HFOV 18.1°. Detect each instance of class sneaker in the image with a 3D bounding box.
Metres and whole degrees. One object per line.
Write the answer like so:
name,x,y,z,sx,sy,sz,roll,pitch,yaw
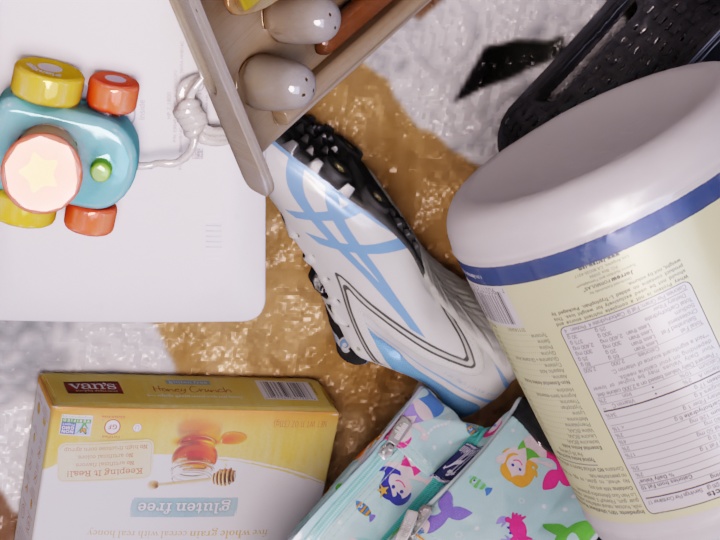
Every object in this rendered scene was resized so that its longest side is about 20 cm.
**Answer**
sneaker,0.000,0.000,1.048,0.072,0.072,0.200,-37,119,10

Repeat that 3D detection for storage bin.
storage bin,0.181,-0.038,1.081,0.200,0.094,0.135,39,97,-30

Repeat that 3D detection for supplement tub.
supplement tub,0.138,0.031,0.942,0.145,0.145,0.201,-29,104,-5

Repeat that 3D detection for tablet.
tablet,-0.106,-0.072,0.977,0.129,0.014,0.201,0,110,-1

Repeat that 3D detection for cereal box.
cereal box,-0.098,0.147,1.100,0.143,0.040,0.201,1,114,-21

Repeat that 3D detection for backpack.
backpack,0.032,0.167,1.048,0.200,0.150,0.178,-56,167,-29

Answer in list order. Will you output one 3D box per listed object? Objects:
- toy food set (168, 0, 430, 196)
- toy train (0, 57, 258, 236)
toy food set,-0.003,-0.146,0.941,0.200,0.060,0.144,-44,127,-31
toy train,-0.139,-0.103,0.927,0.150,0.056,0.200,-36,107,12
